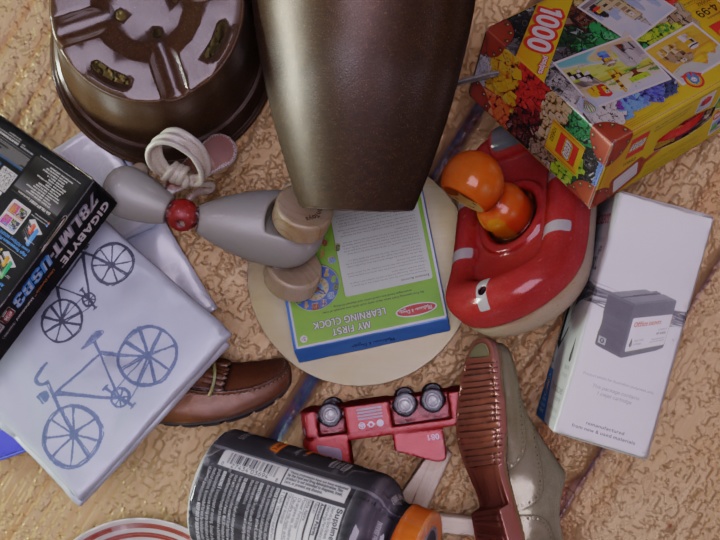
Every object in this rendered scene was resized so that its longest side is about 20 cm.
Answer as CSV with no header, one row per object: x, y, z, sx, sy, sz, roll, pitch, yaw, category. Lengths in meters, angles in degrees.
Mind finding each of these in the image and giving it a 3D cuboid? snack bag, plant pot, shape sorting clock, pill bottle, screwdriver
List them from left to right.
-0.239,0.059,1.323,0.200,0.021,0.189,41,85,8,snack bag
-0.252,0.000,1.399,0.188,0.021,0.201,-31,90,1,snack bag
-0.166,-0.195,1.299,0.198,0.198,0.202,0,88,-4,plant pot
-0.034,0.207,1.313,0.198,0.106,0.107,14,91,20,pill bottle
0.000,0.000,1.383,0.198,0.039,0.202,-1,80,6,shape sorting clock
0.001,-0.149,1.245,0.185,0.187,0.202,1,95,1,plant pot
0.042,-0.150,1.323,0.028,0.199,0.029,-26,97,-40,screwdriver

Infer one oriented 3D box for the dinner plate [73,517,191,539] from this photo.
-0.191,0.316,1.396,0.198,0.024,0.202,0,91,4,dinner plate

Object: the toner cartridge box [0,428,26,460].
-0.346,0.069,1.372,0.094,0.043,0.202,-18,90,9,toner cartridge box

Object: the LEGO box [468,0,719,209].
0.212,-0.160,1.291,0.199,0.077,0.149,-29,62,-30,LEGO box

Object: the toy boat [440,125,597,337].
0.114,-0.050,1.298,0.130,0.130,0.202,-18,51,38,toy boat

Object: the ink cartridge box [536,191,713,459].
0.217,0.042,1.326,0.083,0.145,0.202,16,91,2,ink cartridge box

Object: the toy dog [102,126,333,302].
-0.106,-0.060,1.334,0.199,0.097,0.132,33,132,-15,toy dog

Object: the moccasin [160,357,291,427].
-0.159,0.089,1.370,0.199,0.074,0.079,0,109,6,moccasin

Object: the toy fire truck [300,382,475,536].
0.053,0.172,1.379,0.198,0.049,0.143,-8,92,2,toy fire truck

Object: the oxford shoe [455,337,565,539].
0.129,0.155,1.329,0.073,0.071,0.202,-6,90,-25,oxford shoe

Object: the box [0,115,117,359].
-0.332,-0.031,1.310,0.199,0.050,0.199,32,83,29,box
